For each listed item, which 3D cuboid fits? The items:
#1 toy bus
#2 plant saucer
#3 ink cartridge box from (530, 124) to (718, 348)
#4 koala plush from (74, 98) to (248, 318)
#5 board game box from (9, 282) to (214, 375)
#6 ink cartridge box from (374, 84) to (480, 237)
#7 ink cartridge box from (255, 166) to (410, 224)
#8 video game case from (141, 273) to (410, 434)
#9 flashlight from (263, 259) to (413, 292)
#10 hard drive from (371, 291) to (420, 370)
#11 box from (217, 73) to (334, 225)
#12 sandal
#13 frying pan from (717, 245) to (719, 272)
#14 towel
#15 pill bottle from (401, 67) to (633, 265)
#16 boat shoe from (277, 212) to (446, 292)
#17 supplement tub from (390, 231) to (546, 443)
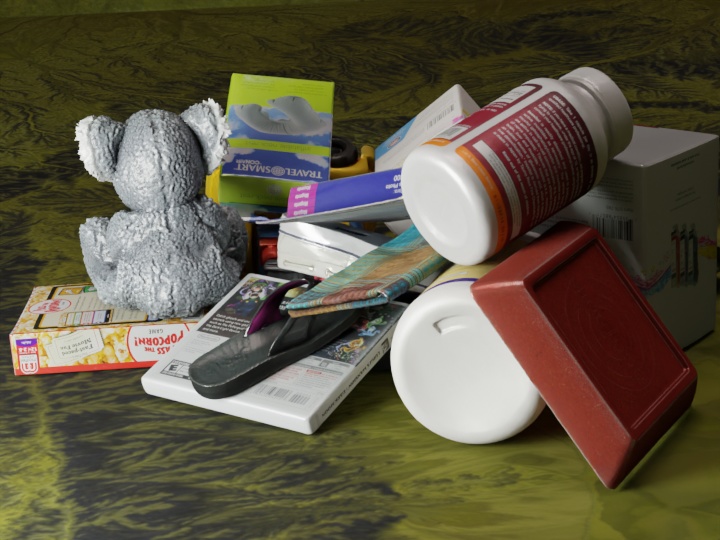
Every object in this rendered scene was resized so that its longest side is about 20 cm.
[{"bbox_3d":[-0.065,-0.051,1.986,0.198,0.137,0.192,-5,31,-10],"label":"toy bus"},{"bbox_3d":[0.200,0.057,1.484,0.037,0.200,0.200,-37,-3,36],"label":"plant saucer"},{"bbox_3d":[0.249,-0.027,1.703,0.145,0.202,0.144,12,21,38],"label":"ink cartridge box"},{"bbox_3d":[-0.197,-0.070,1.780,0.176,0.202,0.184,-5,19,-8],"label":"koala plush"},{"bbox_3d":[-0.246,0.053,1.815,0.198,0.047,0.152,-3,18,1],"label":"board game box"},{"bbox_3d":[0.101,-0.087,1.940,0.128,0.125,0.200,-37,22,18],"label":"ink cartridge box"},{"bbox_3d":[0.034,-0.075,1.703,0.195,0.044,0.199,-8,-4,41],"label":"ink cartridge box"},{"bbox_3d":[-0.077,0.074,1.669,0.199,0.023,0.182,10,40,34],"label":"video game case"},{"bbox_3d":[-0.001,0.009,1.852,0.198,0.068,0.068,0,-1,4],"label":"flashlight"},{"bbox_3d":[0.005,0.057,1.751,0.198,0.043,0.135,2,19,21],"label":"hard drive"},{"bbox_3d":[-0.092,-0.134,1.956,0.121,0.048,0.201,5,45,-3],"label":"box"},{"bbox_3d":[-0.072,0.050,1.637,0.200,0.048,0.075,-33,37,-27],"label":"sandal"},{"bbox_3d":[0.345,-0.019,1.823,0.114,0.031,0.190,14,-11,-20],"label":"frying pan"},{"bbox_3d":[0.042,-0.014,1.613,0.200,0.022,0.146,-33,13,-39],"label":"towel"},{"bbox_3d":[0.141,-0.097,1.547,0.199,0.114,0.113,-32,29,-27],"label":"pill bottle"},{"bbox_3d":[0.000,0.000,1.753,0.199,0.070,0.071,18,14,27],"label":"boat shoe"},{"bbox_3d":[0.121,0.053,1.573,0.144,0.147,0.200,2,20,20],"label":"supplement tub"}]
